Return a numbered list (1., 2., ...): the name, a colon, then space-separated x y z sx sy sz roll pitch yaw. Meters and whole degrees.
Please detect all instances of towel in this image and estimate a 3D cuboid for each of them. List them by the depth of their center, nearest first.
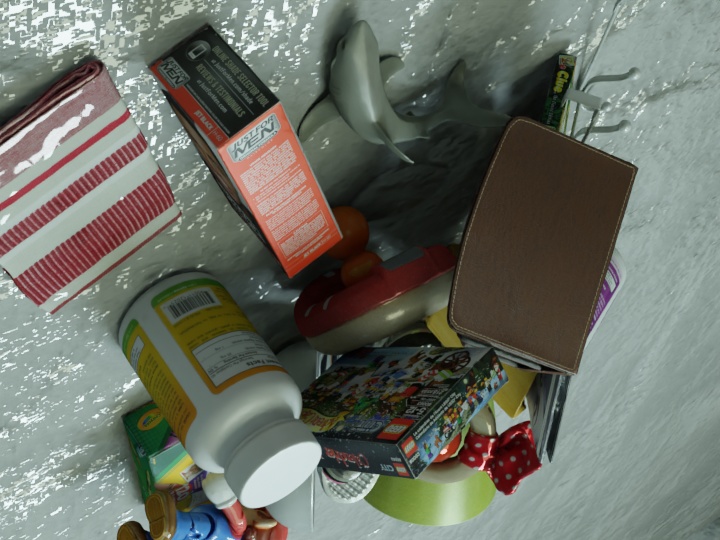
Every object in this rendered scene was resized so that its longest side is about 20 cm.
1. towel: -0.220 -0.056 0.878 0.144 0.023 0.200 -38 153 -11

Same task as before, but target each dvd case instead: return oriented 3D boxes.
1. dvd case: 0.191 0.082 1.193 0.016 0.200 0.149 8 112 -2

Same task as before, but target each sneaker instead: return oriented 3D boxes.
1. sneaker: 0.023 0.134 1.194 0.074 0.087 0.200 33 91 -17
2. sneaker: -0.008 0.149 1.275 0.078 0.079 0.201 8 96 -15

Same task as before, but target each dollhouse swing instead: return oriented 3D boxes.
1. dollhouse swing: 0.163 0.016 1.223 0.176 0.182 0.200 -42 -176 7

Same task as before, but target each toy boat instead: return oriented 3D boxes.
1. toy boat: 0.000 0.000 1.118 0.130 0.131 0.200 -26 179 -25

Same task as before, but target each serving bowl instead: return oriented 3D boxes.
1. serving bowl: -0.078 0.172 1.222 0.065 0.201 0.201 2 142 -2

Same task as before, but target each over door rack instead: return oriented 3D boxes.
1. over door rack: 0.238 -0.163 1.158 0.200 0.066 0.148 79 25 -61

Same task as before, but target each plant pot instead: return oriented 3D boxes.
1. plant pot: 0.089 0.173 1.423 0.187 0.187 0.201 -18 128 -36

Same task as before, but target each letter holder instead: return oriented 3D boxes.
1. letter holder: 0.143 -0.022 1.066 0.142 0.101 0.201 21 82 -17

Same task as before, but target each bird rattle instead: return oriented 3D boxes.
1. bird rattle: 0.107 0.175 1.317 0.163 0.200 0.113 -25 -159 21

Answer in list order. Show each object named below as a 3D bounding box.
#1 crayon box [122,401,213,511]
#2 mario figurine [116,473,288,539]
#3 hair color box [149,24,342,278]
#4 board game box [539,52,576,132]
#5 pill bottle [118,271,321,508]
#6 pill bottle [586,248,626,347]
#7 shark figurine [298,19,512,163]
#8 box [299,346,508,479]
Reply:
1. crayon box: -0.175 0.197 1.235 0.118 0.058 0.200 -29 149 -22
2. mario figurine: -0.161 0.264 1.231 0.123 0.107 0.200 -9 162 39
3. hair color box: -0.084 -0.087 0.915 0.061 0.102 0.200 -37 150 -8
4. board game box: 0.201 -0.122 1.236 0.200 0.023 0.105 84 19 -56
5. pill bottle: -0.121 0.106 1.027 0.111 0.200 0.111 -28 148 -20
6. pill bottle: 0.233 0.051 1.412 0.200 0.112 0.113 -52 159 -32
7. shark figurine: 0.037 -0.128 1.025 0.214 0.090 0.128 10 124 -53
8. box: 0.018 0.122 1.051 0.136 0.200 0.038 -40 111 -33
